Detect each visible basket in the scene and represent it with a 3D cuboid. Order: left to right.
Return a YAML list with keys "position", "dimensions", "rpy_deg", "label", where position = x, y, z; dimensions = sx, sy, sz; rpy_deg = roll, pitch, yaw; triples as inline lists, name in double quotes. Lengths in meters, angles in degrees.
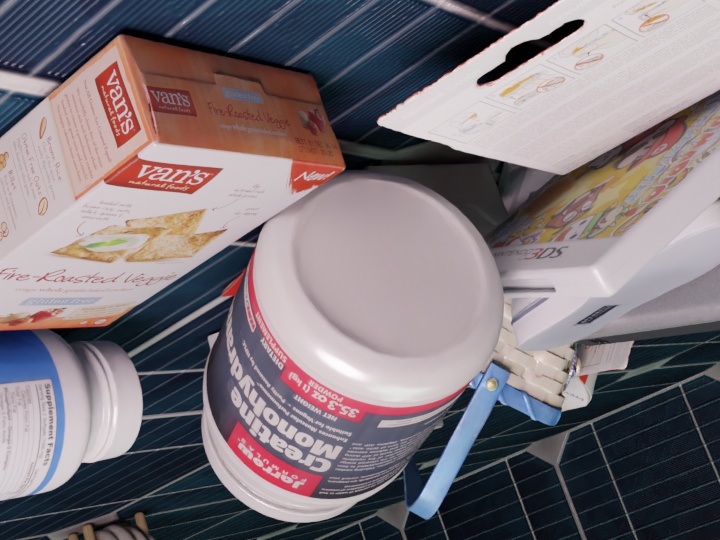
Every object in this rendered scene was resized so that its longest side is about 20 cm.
- position: [0.085, 0.079, 0.922]
  dimensions: [0.201, 0.138, 0.176]
  rpy_deg: [-58, -172, 8]
  label: "basket"

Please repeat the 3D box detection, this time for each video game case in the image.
- position: [0.158, -0.052, 0.706]
  dimensions: [0.200, 0.023, 0.182]
  rpy_deg: [-40, -168, -18]
  label: "video game case"

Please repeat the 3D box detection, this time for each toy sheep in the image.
- position: [-0.354, 0.428, 1.725]
  dimensions: [0.198, 0.139, 0.138]
  rpy_deg: [-7, 160, -39]
  label: "toy sheep"

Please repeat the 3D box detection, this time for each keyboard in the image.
- position: [0.128, -0.057, 0.924]
  dimensions: [0.056, 0.011, 0.200]
  rpy_deg: [-24, 165, -6]
  label: "keyboard"

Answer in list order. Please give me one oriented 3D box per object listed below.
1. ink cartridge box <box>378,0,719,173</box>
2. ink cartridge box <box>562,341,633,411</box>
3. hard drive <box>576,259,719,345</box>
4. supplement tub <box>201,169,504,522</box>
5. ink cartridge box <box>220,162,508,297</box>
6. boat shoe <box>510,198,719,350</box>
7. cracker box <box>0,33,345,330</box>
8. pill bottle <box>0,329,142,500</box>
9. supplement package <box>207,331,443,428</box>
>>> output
- position: [0.117, -0.115, 0.626]
  dimensions: [0.161, 0.051, 0.199]
  rpy_deg: [-29, 158, 32]
  label: "ink cartridge box"
- position: [0.202, 0.025, 0.977]
  dimensions: [0.050, 0.164, 0.200]
  rpy_deg: [24, 162, -14]
  label: "ink cartridge box"
- position: [0.213, -0.029, 0.783]
  dimensions: [0.033, 0.141, 0.199]
  rpy_deg: [15, 165, -27]
  label: "hard drive"
- position: [-0.014, 0.051, 0.697]
  dimensions: [0.139, 0.141, 0.201]
  rpy_deg: [-12, 152, -27]
  label: "supplement tub"
- position: [0.000, 0.000, 0.843]
  dimensions: [0.115, 0.068, 0.200]
  rpy_deg: [-6, 160, -40]
  label: "ink cartridge box"
- position: [0.155, -0.010, 0.760]
  dimensions: [0.073, 0.066, 0.200]
  rpy_deg: [2, 156, -34]
  label: "boat shoe"
- position: [-0.124, -0.033, 0.597]
  dimensions: [0.199, 0.058, 0.133]
  rpy_deg: [-31, 162, 33]
  label: "cracker box"
- position: [-0.245, 0.093, 0.773]
  dimensions: [0.199, 0.113, 0.112]
  rpy_deg: [-3, 157, -48]
  label: "pill bottle"
- position: [-0.026, 0.097, 1.045]
  dimensions: [0.109, 0.115, 0.199]
  rpy_deg: [-20, 165, 24]
  label: "supplement package"
